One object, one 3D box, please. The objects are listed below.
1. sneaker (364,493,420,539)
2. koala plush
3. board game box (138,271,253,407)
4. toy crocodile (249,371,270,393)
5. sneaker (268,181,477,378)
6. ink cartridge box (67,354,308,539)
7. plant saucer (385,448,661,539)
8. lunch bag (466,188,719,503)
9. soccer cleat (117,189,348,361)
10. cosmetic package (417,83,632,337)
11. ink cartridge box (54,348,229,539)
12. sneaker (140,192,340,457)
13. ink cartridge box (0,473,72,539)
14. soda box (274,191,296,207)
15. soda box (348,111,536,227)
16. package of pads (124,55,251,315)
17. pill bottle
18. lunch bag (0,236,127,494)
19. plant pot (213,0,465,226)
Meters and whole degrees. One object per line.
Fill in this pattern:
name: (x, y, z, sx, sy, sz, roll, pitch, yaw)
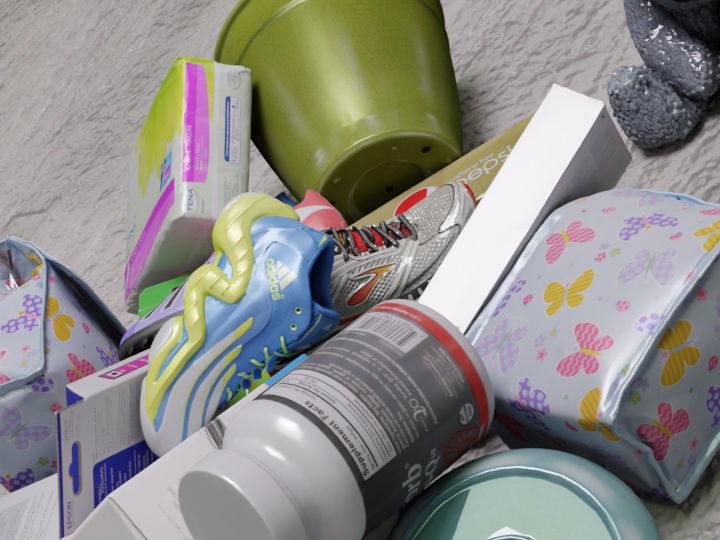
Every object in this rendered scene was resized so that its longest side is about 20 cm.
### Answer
sneaker: (-0.015, 0.218, 1.605, 0.199, 0.115, 0.081, -29, -14, -48)
koala plush: (0.250, -0.233, 1.823, 0.177, 0.200, 0.184, -17, 38, 23)
board game box: (-0.123, 0.092, 1.831, 0.095, 0.030, 0.200, -18, 60, 21)
toy crocodile: (0.004, 0.099, 1.739, 0.200, 0.068, 0.062, -6, 43, 34)
sneaker: (0.000, 0.000, 1.727, 0.200, 0.082, 0.078, -37, 29, -1)
ink cartridge box: (-0.105, 0.163, 1.629, 0.200, 0.084, 0.146, -34, -9, -40)
plant saucer: (0.096, 0.203, 1.510, 0.200, 0.027, 0.200, -9, 63, 18)
lunch bag: (0.189, 0.038, 1.607, 0.170, 0.127, 0.200, 13, 64, 49)
soccer cleat: (-0.098, 0.012, 1.805, 0.200, 0.068, 0.073, -29, 55, 0)
cosmetic package: (0.115, -0.027, 1.689, 0.051, 0.083, 0.200, 25, 75, 29)
ink cartridge box: (-0.162, 0.113, 1.693, 0.037, 0.095, 0.200, 10, 19, 29)
sneaker: (-0.079, 0.047, 1.662, 0.105, 0.076, 0.200, 19, 88, 27)
ink cartridge box: (-0.236, 0.250, 1.729, 0.176, 0.084, 0.200, -23, 34, 32)
soda box: (-0.040, 0.019, 1.875, 0.068, 0.064, 0.200, -36, 34, -2)
soda box: (0.087, -0.042, 1.841, 0.200, 0.068, 0.064, -32, 34, 2)
package of pads: (-0.143, -0.067, 1.927, 0.200, 0.068, 0.155, 126, 147, -59)
pill bottle: (-0.016, 0.114, 1.536, 0.116, 0.116, 0.200, 10, 38, 45)
lunch bag: (-0.236, 0.081, 1.864, 0.127, 0.170, 0.200, -27, 34, 15)
plant pot: (-0.001, -0.121, 1.924, 0.200, 0.200, 0.193, -28, 46, 8)
